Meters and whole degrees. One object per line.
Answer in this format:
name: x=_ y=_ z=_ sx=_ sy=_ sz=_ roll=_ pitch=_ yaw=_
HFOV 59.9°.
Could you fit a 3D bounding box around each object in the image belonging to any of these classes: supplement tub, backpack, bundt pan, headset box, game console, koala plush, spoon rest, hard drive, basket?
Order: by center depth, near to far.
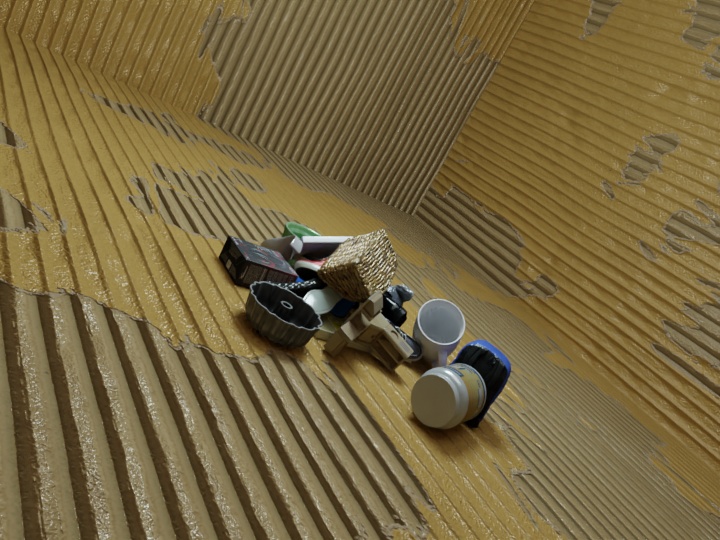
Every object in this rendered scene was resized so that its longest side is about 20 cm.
bundt pan: x=-0.195 y=0.113 z=1.508 sx=0.199 sy=0.077 sz=0.202 roll=30 pitch=15 yaw=-9
supplement tub: x=0.221 y=0.314 z=1.565 sx=0.144 sy=0.147 sz=0.198 roll=38 pitch=15 yaw=27
backpack: x=0.315 y=0.292 z=1.721 sx=0.161 sy=0.203 sz=0.167 roll=33 pitch=15 yaw=14
headset box: x=-0.276 y=-0.008 z=1.741 sx=0.197 sy=0.076 sz=0.149 roll=20 pitch=17 yaw=-39
basket: x=0.000 y=0.000 z=1.758 sx=0.145 sy=0.146 sz=0.201 roll=62 pitch=39 yaw=-21
game console: x=-0.109 y=0.079 z=1.859 sx=0.197 sy=0.120 sz=0.172 roll=28 pitch=-22 yaw=10
spoon rest: x=-0.232 y=-0.064 z=1.874 sx=0.100 sy=0.061 sz=0.198 roll=46 pitch=-33 yaw=-21
hard drive: x=-0.108 y=-0.069 z=1.927 sx=0.195 sy=0.132 sz=0.027 roll=-2 pitch=69 yaw=-27
koala plush: x=0.056 y=0.069 z=1.987 sx=0.200 sy=0.178 sz=0.184 roll=44 pitch=4 yaw=2

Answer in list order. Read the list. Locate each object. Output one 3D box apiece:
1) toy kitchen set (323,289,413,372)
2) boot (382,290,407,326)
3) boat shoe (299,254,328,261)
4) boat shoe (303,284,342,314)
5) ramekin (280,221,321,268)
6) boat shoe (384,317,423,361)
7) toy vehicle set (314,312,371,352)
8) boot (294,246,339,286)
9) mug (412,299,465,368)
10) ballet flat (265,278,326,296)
toy kitchen set: x=0.047 y=0.174 z=1.612 sx=0.181 sy=0.163 sz=0.199 roll=47 pitch=29 yaw=6
boot: x=0.063 y=0.101 z=1.885 sx=0.169 sy=0.076 sz=0.201 roll=48 pitch=-14 yaw=14
boat shoe: x=-0.089 y=-0.010 z=1.896 sx=0.196 sy=0.067 sz=0.075 roll=25 pitch=-21 yaw=17
boat shoe: x=-0.105 y=0.086 z=1.702 sx=0.076 sy=0.060 sz=0.199 roll=53 pitch=35 yaw=9
ramekin: x=-0.183 y=-0.067 z=2.079 sx=0.197 sy=0.099 sz=0.200 roll=29 pitch=14 yaw=-8
boat shoe: x=0.099 y=0.195 z=1.782 sx=0.196 sy=0.076 sz=0.093 roll=27 pitch=-18 yaw=-6
toy vehicle set: x=-0.064 y=0.160 z=1.724 sx=0.197 sy=0.027 sz=0.124 roll=21 pitch=18 yaw=-36
boot: x=-0.094 y=-0.027 z=1.820 sx=0.195 sy=0.073 sz=0.147 roll=15 pitch=55 yaw=-16
mug: x=0.228 y=0.218 z=1.872 sx=0.143 sy=0.177 sz=0.204 roll=-1 pitch=58 yaw=-8
ballet flat: x=-0.175 y=0.040 z=1.705 sx=0.196 sy=0.066 sz=0.058 roll=-9 pitch=68 yaw=-35
